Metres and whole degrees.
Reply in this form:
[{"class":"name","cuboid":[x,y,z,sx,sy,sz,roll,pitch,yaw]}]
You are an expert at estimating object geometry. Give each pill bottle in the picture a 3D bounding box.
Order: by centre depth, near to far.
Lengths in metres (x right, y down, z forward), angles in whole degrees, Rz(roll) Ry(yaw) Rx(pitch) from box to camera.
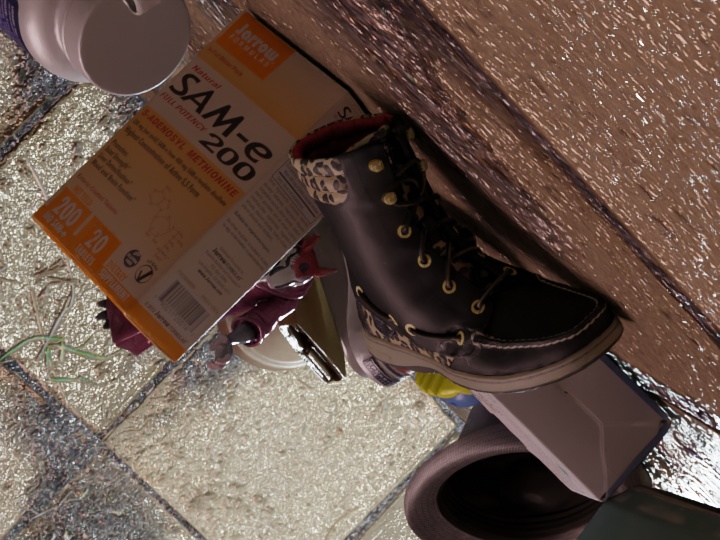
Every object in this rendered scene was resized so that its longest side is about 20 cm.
[{"class":"pill bottle","cuboid":[-0.212,-0.209,1.396,0.200,0.120,0.120,41,176,45]}]

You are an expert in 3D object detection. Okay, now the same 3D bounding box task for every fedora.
[{"class":"fedora","cuboid":[0.132,0.153,1.510,0.176,0.091,0.200,21,140,-18]}]

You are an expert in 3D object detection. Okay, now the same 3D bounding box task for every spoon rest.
[{"class":"spoon rest","cuboid":[0.000,0.000,1.455,0.060,0.100,0.200,10,139,23]}]

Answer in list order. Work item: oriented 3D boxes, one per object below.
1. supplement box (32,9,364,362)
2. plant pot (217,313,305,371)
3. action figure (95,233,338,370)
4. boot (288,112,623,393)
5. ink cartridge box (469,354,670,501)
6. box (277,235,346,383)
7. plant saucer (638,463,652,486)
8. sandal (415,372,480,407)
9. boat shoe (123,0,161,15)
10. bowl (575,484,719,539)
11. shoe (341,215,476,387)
[{"class":"supplement box","cuboid":[-0.099,-0.057,1.224,0.126,0.200,0.074,40,173,39]},{"class":"plant pot","cuboid":[-0.099,0.044,2.782,0.200,0.200,0.175,44,159,-10]},{"class":"action figure","cuboid":[-0.089,0.010,1.337,0.200,0.134,0.149,-6,170,36]},{"class":"boot","cuboid":[0.048,-0.013,1.094,0.203,0.073,0.154,5,127,51]},{"class":"ink cartridge box","cuboid":[0.132,0.086,1.311,0.136,0.076,0.200,45,175,3]},{"class":"box","cuboid":[-0.046,-0.028,1.465,0.164,0.021,0.201,55,-152,-68]},{"class":"plant saucer","cuboid":[0.192,0.145,1.655,0.200,0.037,0.200,43,177,3]},{"class":"sandal","cuboid":[0.088,0.061,1.490,0.087,0.080,0.200,29,-167,-11]},{"class":"boat shoe","cuboid":[-0.160,-0.222,1.083,0.200,0.067,0.074,47,175,-41]},{"class":"bowl","cuboid":[0.218,0.205,1.209,0.200,0.105,0.201,18,178,1]},{"class":"shoe","cuboid":[0.038,-0.016,1.281,0.071,0.091,0.200,43,-152,-35]}]
